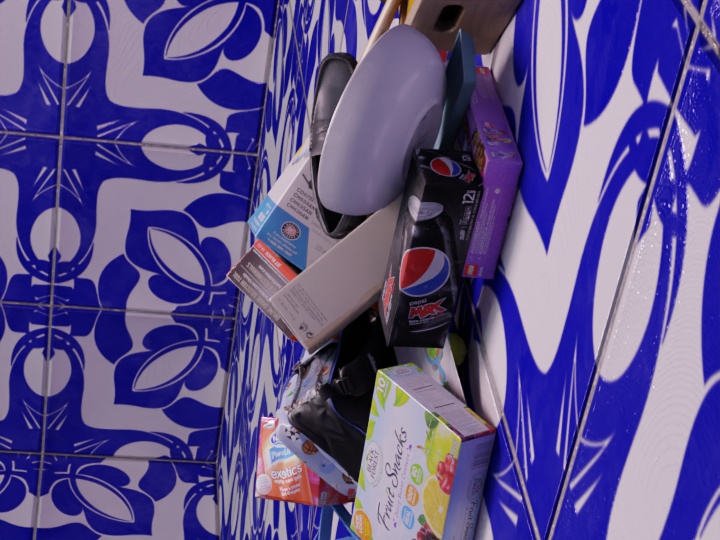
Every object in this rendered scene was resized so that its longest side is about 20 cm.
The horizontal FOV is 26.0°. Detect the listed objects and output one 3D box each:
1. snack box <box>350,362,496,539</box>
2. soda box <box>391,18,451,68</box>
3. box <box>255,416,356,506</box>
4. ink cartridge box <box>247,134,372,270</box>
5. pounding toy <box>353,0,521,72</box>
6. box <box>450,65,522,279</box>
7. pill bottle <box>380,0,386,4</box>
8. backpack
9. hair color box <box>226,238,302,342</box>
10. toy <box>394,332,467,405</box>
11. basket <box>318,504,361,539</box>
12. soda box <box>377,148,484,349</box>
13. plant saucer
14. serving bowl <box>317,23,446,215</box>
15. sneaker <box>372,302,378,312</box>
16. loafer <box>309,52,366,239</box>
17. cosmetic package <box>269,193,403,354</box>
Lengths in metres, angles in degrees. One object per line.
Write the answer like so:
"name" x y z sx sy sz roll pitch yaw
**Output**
"snack box" 0.061 0.217 1.609 0.142 0.052 0.202 38 127 44
"soda box" 0.077 -0.262 1.844 0.200 0.063 0.069 -136 52 -77
"box" -0.038 0.232 1.932 0.199 0.094 0.101 9 -95 -61
"ink cartridge box" -0.014 -0.089 1.821 0.201 0.147 0.145 -55 9 2
"pounding toy" 0.079 -0.312 1.627 0.200 0.140 0.187 123 150 -70
"box" 0.118 -0.105 1.615 0.201 0.039 0.138 -100 18 -55
"pill bottle" 0.076 -0.401 1.768 0.113 0.110 0.201 -96 14 -45
"backpack" 0.001 0.147 1.779 0.153 0.200 0.192 -24 32 34
"hair color box" -0.074 0.033 1.873 0.064 0.111 0.200 -48 -15 5
"toy" 0.086 0.106 1.680 0.115 0.047 0.202 126 143 -48
"basket" -0.013 0.388 1.872 0.200 0.137 0.179 -147 60 -68
"soda box" 0.068 -0.020 1.568 0.071 0.062 0.202 -103 20 -53
"plant saucer" 0.090 -0.160 1.636 0.201 0.019 0.071 110 162 -54
"serving bowl" 0.035 -0.141 1.564 0.201 0.065 0.201 -55 -20 -31
"sneaker" 0.036 -0.020 1.966 0.092 0.075 0.202 -99 17 -68
"loafer" -0.022 -0.135 1.700 0.070 0.067 0.203 -22 -68 -72
"cosmetic package" 0.000 0.000 1.690 0.073 0.199 0.104 52 177 4
